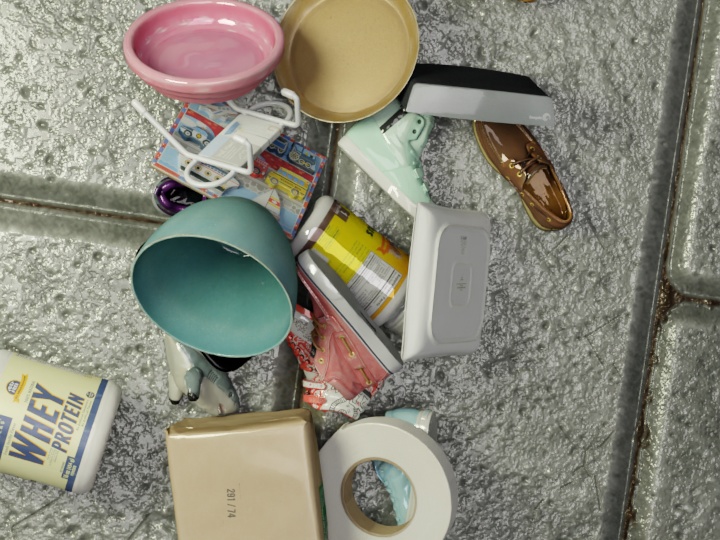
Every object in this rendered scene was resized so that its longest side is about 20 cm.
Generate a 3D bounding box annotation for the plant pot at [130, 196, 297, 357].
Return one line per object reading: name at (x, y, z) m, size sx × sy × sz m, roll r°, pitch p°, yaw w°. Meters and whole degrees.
plant pot at (-0.160, -0.011, 1.292) m, size 0.199 × 0.200 × 0.135 m, roll 28°, pitch 45°, yaw -10°

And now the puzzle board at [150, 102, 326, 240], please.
puzzle board at (-0.151, -0.141, 1.367) m, size 0.199 × 0.017 × 0.151 m, roll 27°, pitch 50°, yaw -10°

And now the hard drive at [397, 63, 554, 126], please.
hard drive at (0.147, -0.232, 1.396) m, size 0.198 × 0.135 × 0.043 m, roll 4°, pitch 115°, yaw -11°

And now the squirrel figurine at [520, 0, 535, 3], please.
squirrel figurine at (0.190, -0.451, 1.397) m, size 0.185 × 0.141 × 0.201 m, roll 15°, pitch 93°, yaw -16°

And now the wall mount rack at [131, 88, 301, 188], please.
wall mount rack at (-0.177, -0.192, 1.333) m, size 0.173 × 0.075 × 0.200 m, roll 18°, pitch 45°, yaw 22°

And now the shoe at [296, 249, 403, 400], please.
shoe at (-0.037, 0.073, 1.331) m, size 0.091 × 0.072 × 0.200 m, roll -35°, pitch 111°, yaw 9°

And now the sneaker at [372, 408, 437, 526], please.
sneaker at (0.057, 0.282, 1.452) m, size 0.081 × 0.074 × 0.202 m, roll 8°, pitch 97°, yaw 20°

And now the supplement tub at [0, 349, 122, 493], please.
supplement tub at (-0.410, 0.183, 1.318) m, size 0.199 × 0.145 × 0.146 m, roll 18°, pitch 90°, yaw -10°

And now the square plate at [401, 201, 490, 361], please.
square plate at (0.120, 0.017, 1.392) m, size 0.028 × 0.200 × 0.200 m, roll 7°, pitch 93°, yaw 32°

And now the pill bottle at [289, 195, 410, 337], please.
pill bottle at (0.000, 0.000, 1.397) m, size 0.200 × 0.109 × 0.110 m, roll 37°, pitch 86°, yaw -10°

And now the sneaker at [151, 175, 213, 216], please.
sneaker at (-0.171, -0.082, 1.374) m, size 0.198 × 0.088 × 0.075 m, roll 5°, pitch 94°, yaw -10°

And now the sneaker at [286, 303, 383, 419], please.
sneaker at (-0.064, 0.118, 1.413) m, size 0.201 × 0.067 × 0.108 m, roll 32°, pitch 85°, yaw -12°

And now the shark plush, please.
shark plush at (-0.218, 0.095, 1.407) m, size 0.083 × 0.091 × 0.201 m, roll -10°, pitch 73°, yaw -28°

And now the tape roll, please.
tape roll at (0.029, 0.294, 1.406) m, size 0.201 × 0.037 × 0.205 m, roll 3°, pitch 99°, yaw 20°

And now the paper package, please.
paper package at (-0.142, 0.288, 1.373) m, size 0.189 × 0.103 × 0.202 m, roll -6°, pitch 93°, yaw 4°

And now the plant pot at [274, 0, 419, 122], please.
plant pot at (-0.018, -0.287, 1.386) m, size 0.198 × 0.027 × 0.202 m, roll -2°, pitch 81°, yaw 15°

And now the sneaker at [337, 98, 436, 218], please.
sneaker at (0.079, -0.141, 1.419) m, size 0.200 × 0.074 × 0.118 m, roll 44°, pitch 91°, yaw -7°

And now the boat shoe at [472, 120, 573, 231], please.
boat shoe at (0.229, -0.142, 1.450) m, size 0.072 × 0.068 × 0.201 m, roll -36°, pitch 98°, yaw -6°

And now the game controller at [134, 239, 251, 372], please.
game controller at (-0.201, 0.033, 1.369) m, size 0.200 × 0.042 × 0.104 m, roll 52°, pitch 49°, yaw -3°

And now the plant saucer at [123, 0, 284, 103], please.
plant saucer at (-0.194, -0.271, 1.332) m, size 0.199 × 0.201 × 0.051 m, roll -7°, pitch 135°, yaw -9°
